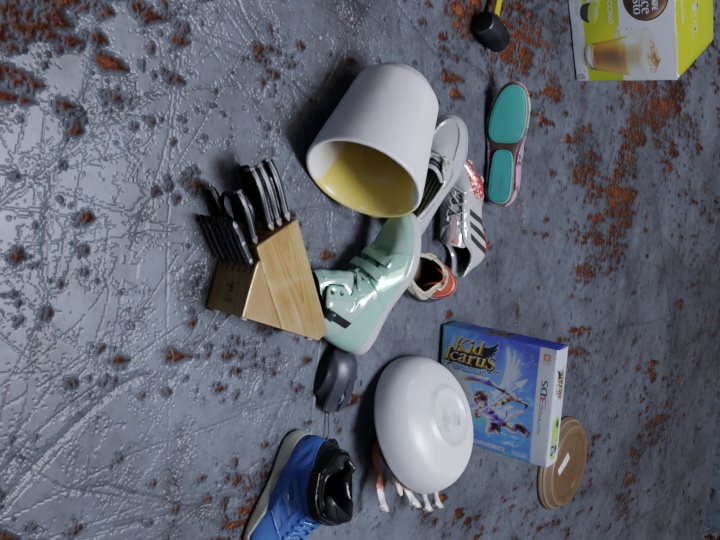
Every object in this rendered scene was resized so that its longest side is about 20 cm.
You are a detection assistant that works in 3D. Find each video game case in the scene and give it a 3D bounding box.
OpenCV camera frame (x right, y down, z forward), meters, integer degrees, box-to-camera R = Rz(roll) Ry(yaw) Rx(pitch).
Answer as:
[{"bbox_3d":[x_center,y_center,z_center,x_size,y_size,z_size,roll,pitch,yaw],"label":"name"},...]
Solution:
[{"bbox_3d":[0.215,0.188,1.254,0.045,0.198,0.184,-9,105,-53],"label":"video game case"}]

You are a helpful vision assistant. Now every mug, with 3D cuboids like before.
[{"bbox_3d":[0.019,-0.166,1.010,0.148,0.186,0.155,29,63,-16],"label":"mug"}]

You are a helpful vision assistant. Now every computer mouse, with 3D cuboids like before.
[{"bbox_3d":[-0.035,0.199,1.081,0.058,0.034,0.203,-1,100,-52],"label":"computer mouse"}]

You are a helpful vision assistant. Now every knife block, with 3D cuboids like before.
[{"bbox_3d":[-0.100,-0.025,0.923,0.199,0.063,0.178,24,81,-51],"label":"knife block"}]

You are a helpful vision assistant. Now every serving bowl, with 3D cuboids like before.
[{"bbox_3d":[0.107,0.219,1.176,0.199,0.065,0.203,26,55,-43],"label":"serving bowl"}]

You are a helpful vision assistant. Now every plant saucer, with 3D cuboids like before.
[{"bbox_3d":[0.436,0.414,1.719,0.199,0.029,0.203,-16,111,-47],"label":"plant saucer"}]

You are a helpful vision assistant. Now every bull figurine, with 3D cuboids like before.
[{"bbox_3d":[0.087,0.299,1.219,0.199,0.065,0.123,16,60,-45],"label":"bull figurine"}]

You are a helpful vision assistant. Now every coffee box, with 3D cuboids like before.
[{"bbox_3d":[0.517,-0.480,1.474,0.200,0.196,0.202,-41,128,-38],"label":"coffee box"}]

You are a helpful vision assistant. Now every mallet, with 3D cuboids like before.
[{"bbox_3d":[0.224,-0.438,1.255,0.066,0.041,0.203,37,66,-49],"label":"mallet"}]

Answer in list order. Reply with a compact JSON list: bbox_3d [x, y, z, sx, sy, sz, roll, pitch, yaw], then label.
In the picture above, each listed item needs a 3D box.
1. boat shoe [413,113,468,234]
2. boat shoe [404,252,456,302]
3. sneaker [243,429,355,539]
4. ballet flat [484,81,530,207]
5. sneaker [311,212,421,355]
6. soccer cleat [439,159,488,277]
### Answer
[{"bbox_3d":[0.102,-0.135,1.126,0.067,0.073,0.202,87,23,-77],"label":"boat shoe"},{"bbox_3d":[0.092,0.006,1.170,0.199,0.062,0.072,23,79,-52],"label":"boat shoe"},{"bbox_3d":[-0.070,0.310,1.001,0.077,0.110,0.202,35,72,-49],"label":"sneaker"},{"bbox_3d":[0.240,-0.206,1.311,0.071,0.068,0.203,-33,129,-63],"label":"ballet flat"},{"bbox_3d":[0.000,0.000,1.028,0.118,0.073,0.203,28,85,-42],"label":"sneaker"},{"bbox_3d":[0.149,-0.082,1.218,0.085,0.068,0.202,-49,137,-37],"label":"soccer cleat"}]
